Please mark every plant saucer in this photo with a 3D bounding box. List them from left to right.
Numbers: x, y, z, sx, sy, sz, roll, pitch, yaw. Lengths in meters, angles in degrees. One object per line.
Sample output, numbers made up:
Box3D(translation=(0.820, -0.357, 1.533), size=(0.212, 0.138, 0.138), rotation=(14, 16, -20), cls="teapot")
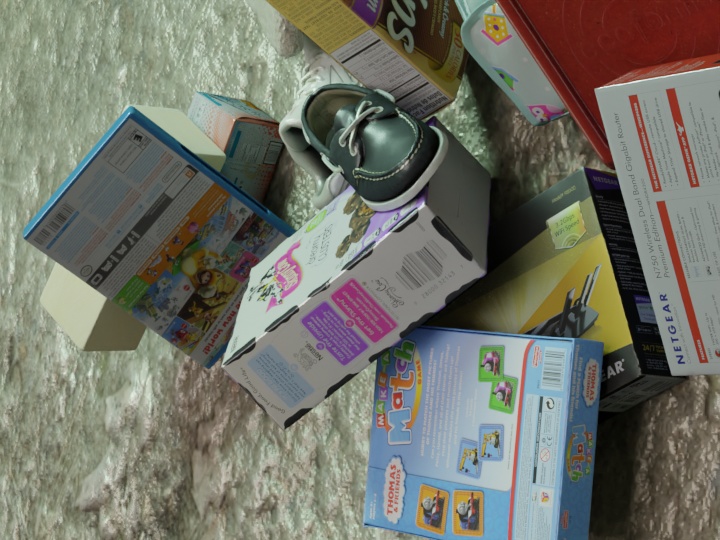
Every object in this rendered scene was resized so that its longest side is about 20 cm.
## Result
Box3D(translation=(0.186, -0.165, 1.283), size=(0.199, 0.037, 0.201), rotation=(-21, 112, 40), cls="plant saucer")

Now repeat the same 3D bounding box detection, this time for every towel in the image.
Box3D(translation=(-0.073, -0.265, 1.612), size=(0.200, 0.034, 0.134), rotation=(-116, 22, -63), cls="towel")

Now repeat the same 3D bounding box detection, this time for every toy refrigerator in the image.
Box3D(translation=(-0.193, -0.034, 1.674), size=(0.076, 0.070, 0.201), rotation=(42, 117, 34), cls="toy refrigerator")

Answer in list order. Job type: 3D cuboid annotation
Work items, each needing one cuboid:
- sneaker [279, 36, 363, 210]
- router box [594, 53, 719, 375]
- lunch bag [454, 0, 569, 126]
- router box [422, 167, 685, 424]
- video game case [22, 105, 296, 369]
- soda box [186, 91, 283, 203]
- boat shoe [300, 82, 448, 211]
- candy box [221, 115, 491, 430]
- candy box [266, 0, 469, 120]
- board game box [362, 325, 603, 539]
Box3D(translation=(-0.023, -0.132, 1.562), size=(0.078, 0.099, 0.202), rotation=(-45, 53, 45), cls="sneaker")
Box3D(translation=(0.252, -0.038, 1.226), size=(0.178, 0.049, 0.202), rotation=(-4, 106, 47), cls="router box")
Box3D(translation=(0.150, -0.218, 1.375), size=(0.170, 0.121, 0.202), rotation=(-25, 79, 41), cls="lunch bag")
Box3D(translation=(0.126, 0.042, 1.412), size=(0.199, 0.052, 0.159), rotation=(-34, 61, 40), cls="router box")
Box3D(translation=(-0.156, -0.024, 1.618), size=(0.143, 0.199, 0.018), rotation=(-47, 23, 15), cls="video game case")
Box3D(translation=(-0.135, -0.049, 1.707), size=(0.068, 0.063, 0.202), rotation=(36, 110, 44), cls="soda box")
Box3D(translation=(0.003, -0.094, 1.418), size=(0.076, 0.060, 0.200), rotation=(-51, 20, -7), cls="boat shoe")
Box3D(translation=(0.000, 0.000, 1.447), size=(0.200, 0.072, 0.168), rotation=(-39, 17, 20), cls="candy box")
Box3D(translation=(-0.001, -0.217, 1.458), size=(0.056, 0.200, 0.117), rotation=(-24, 37, 42), cls="candy box")
Box3D(translation=(0.082, 0.118, 1.382), size=(0.199, 0.036, 0.153), rotation=(4, 88, 49), cls="board game box")
